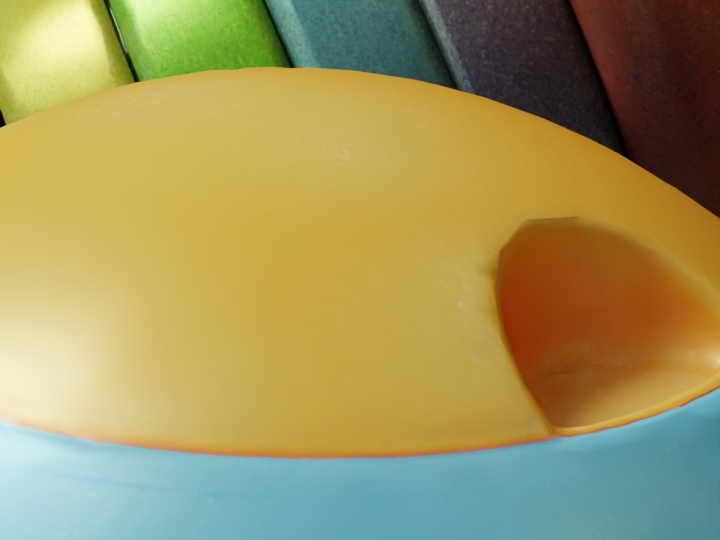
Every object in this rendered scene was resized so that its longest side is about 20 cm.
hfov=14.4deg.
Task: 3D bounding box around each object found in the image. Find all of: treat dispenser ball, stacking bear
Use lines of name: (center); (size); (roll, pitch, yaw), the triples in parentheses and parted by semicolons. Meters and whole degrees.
treat dispenser ball: (-0.010, 0.072, 0.399); (0.201, 0.201, 0.201); (-34, 25, 19)
stacking bear: (-0.036, -0.021, 0.516); (0.200, 0.114, 0.121); (-23, 23, 1)
